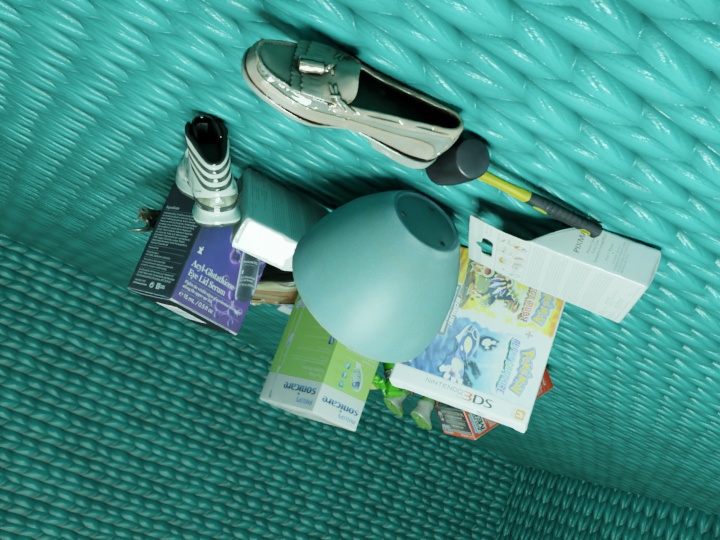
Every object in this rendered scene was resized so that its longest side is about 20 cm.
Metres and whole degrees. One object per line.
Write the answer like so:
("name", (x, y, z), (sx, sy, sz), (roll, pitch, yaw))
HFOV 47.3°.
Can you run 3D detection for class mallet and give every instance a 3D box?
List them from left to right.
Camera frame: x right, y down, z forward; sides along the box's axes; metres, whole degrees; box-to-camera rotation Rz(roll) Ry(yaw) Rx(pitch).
("mallet", (0.161, -0.076, 0.798), (0.199, 0.041, 0.066), (21, 171, -15))

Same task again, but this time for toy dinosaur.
("toy dinosaur", (-0.261, -0.064, 1.342), (0.199, 0.103, 0.077), (23, 167, -4))

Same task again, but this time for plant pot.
("plant pot", (0.038, -0.015, 0.956), (0.199, 0.201, 0.135), (26, 127, -20))

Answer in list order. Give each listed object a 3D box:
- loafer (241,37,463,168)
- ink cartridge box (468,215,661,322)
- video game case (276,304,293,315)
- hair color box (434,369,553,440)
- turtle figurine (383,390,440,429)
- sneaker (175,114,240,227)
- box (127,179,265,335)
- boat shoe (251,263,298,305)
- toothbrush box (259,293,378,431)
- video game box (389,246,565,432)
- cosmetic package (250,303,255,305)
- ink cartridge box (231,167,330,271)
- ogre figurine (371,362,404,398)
("loafer", (-0.001, -0.152, 0.701), (0.199, 0.072, 0.063), (21, 151, -26))
("ink cartridge box", (0.222, -0.015, 0.932), (0.199, 0.048, 0.160), (24, 168, 13))
("video game case", (-0.027, 0.060, 1.479), (0.180, 0.046, 0.200), (25, 151, -23))
("hair color box", (0.249, 0.237, 1.546), (0.111, 0.199, 0.064), (-8, 106, 65))
("turtle figurine", (0.142, 0.201, 1.504), (0.144, 0.194, 0.200), (37, 156, 7))
("sneaker", (-0.186, -0.143, 1.017), (0.075, 0.116, 0.201), (-6, -153, -19))
("box", (-0.223, -0.029, 1.210), (0.104, 0.202, 0.148), (10, 164, 38))
("boat shoe", (-0.169, 0.023, 1.320), (0.198, 0.076, 0.074), (7, 135, 19))
("toothbrush box", (-0.045, 0.112, 1.182), (0.086, 0.201, 0.145), (31, 162, -33))
("video game box", (0.154, 0.080, 1.054), (0.181, 0.201, 0.047), (18, 165, 12))
("cosmetic package", (-0.245, -0.025, 1.421), (0.198, 0.085, 0.108), (20, -154, 7))
("ink cartridge box", (-0.072, -0.044, 1.073), (0.199, 0.050, 0.161), (28, -158, -21))
("ogre figurine", (-0.012, 0.140, 1.439), (0.198, 0.121, 0.098), (8, 145, 9))
